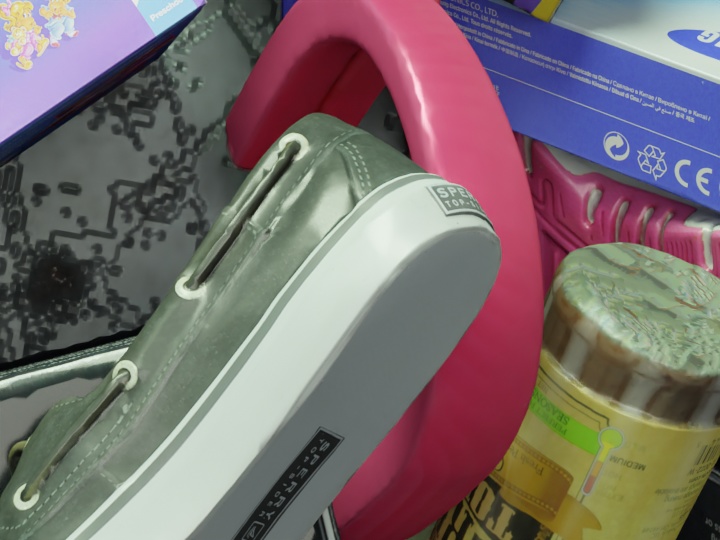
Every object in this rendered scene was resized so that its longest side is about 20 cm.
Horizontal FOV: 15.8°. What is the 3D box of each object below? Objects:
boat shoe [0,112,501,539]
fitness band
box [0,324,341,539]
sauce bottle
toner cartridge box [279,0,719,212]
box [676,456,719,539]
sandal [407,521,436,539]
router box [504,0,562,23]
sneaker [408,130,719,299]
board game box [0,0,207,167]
[{"bbox_3d":[-0.049,0.050,0.605,0.057,0.069,0.200,40,88,28],"label":"boat shoe"},{"bbox_3d":[0.000,0.000,0.727,0.037,0.200,0.144,-3,70,-19],"label":"fitness band"},{"bbox_3d":[-0.068,0.121,0.726,0.123,0.197,0.201,-14,91,-9],"label":"box"},{"bbox_3d":[0.048,0.089,0.735,0.064,0.065,0.201,17,117,-9],"label":"sauce bottle"},{"bbox_3d":[0.081,-0.073,0.760,0.095,0.200,0.043,-35,138,-41],"label":"toner cartridge box"},{"bbox_3d":[0.180,0.137,0.768,0.148,0.104,0.201,-17,115,-24],"label":"box"},{"bbox_3d":[0.047,0.100,0.807,0.082,0.055,0.201,-25,92,14],"label":"sandal"},{"bbox_3d":[0.006,-0.173,0.759,0.157,0.200,0.052,24,126,-9],"label":"router box"},{"bbox_3d":[0.095,-0.016,0.787,0.088,0.200,0.082,-23,131,-35],"label":"sneaker"},{"bbox_3d":[-0.144,-0.032,0.750,0.200,0.134,0.045,-36,94,-10],"label":"board game box"}]
